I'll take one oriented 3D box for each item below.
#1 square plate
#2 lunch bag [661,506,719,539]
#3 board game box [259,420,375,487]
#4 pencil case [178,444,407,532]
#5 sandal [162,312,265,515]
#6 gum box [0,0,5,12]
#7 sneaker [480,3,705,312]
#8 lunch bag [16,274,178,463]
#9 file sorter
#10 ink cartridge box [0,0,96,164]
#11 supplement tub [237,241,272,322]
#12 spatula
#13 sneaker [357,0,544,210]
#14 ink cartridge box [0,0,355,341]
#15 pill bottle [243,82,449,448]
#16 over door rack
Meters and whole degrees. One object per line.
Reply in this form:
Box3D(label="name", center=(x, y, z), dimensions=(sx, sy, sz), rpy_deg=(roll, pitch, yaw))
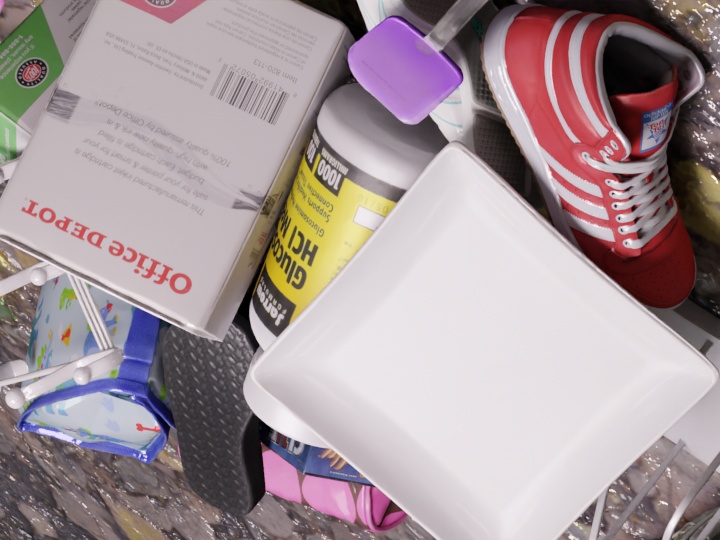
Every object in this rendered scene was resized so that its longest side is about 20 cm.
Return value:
Box3D(label="square plate", center=(0.069, 0.055, 1.470), dimensions=(0.198, 0.028, 0.200), rpy_deg=(40, 118, -3))
Box3D(label="lunch bag", center=(0.233, 0.248, 1.693), dimensions=(0.168, 0.139, 0.200), rpy_deg=(56, 155, 8))
Box3D(label="board game box", center=(-0.018, 0.103, 1.781), dimensions=(0.135, 0.035, 0.200), rpy_deg=(12, -171, -28))
Box3D(label="pencil case", center=(-0.038, 0.136, 1.947), dimensions=(0.199, 0.091, 0.094), rpy_deg=(17, 172, 40))
Box3D(label="sandal", center=(-0.087, 0.080, 1.684), dimensions=(0.075, 0.048, 0.201), rpy_deg=(27, 145, 17))
Box3D(label="gum box", center=(-0.271, -0.235, 1.608), dimensions=(0.114, 0.066, 0.201), rpy_deg=(132, 131, -64))
Box3D(label="sneaker", center=(0.149, -0.056, 1.400), dimensions=(0.112, 0.071, 0.201), rpy_deg=(6, 135, 56))
Box3D(label="lunch bag", center=(-0.153, 0.026, 1.772), dimensions=(0.127, 0.171, 0.200), rpy_deg=(13, 162, -9))
Box3D(label="file sorter", center=(0.211, 0.131, 1.542), dimensions=(0.199, 0.125, 0.139), rpy_deg=(33, 154, 17))
Box3D(label="ink cartridge box", center=(-0.131, -0.091, 1.652), dimensions=(0.200, 0.146, 0.084), rpy_deg=(37, 156, 11))
Box3D(label="supplement tub", center=(0.000, 0.037, 1.696), dimensions=(0.199, 0.123, 0.123), rpy_deg=(23, 149, 36))
Box3D(label="spatula", center=(0.063, -0.145, 1.355), dimensions=(0.056, 0.021, 0.200), rpy_deg=(40, 126, -10))
Box3D(label="sneaker", center=(0.053, -0.121, 1.452), dimensions=(0.080, 0.070, 0.201), rpy_deg=(12, 135, 59))
Box3D(label="ink cartridge box", center=(-0.109, -0.078, 1.540), dimensions=(0.146, 0.201, 0.083), rpy_deg=(25, 177, 9))
Box3D(label="pill bottle", center=(0.000, 0.000, 1.546), dimensions=(0.112, 0.112, 0.201), rpy_deg=(31, 116, 21))
Box3D(label="over door rack", center=(-0.236, 0.011, 1.672), dimensions=(0.200, 0.066, 0.149), rpy_deg=(-10, 104, 61))
